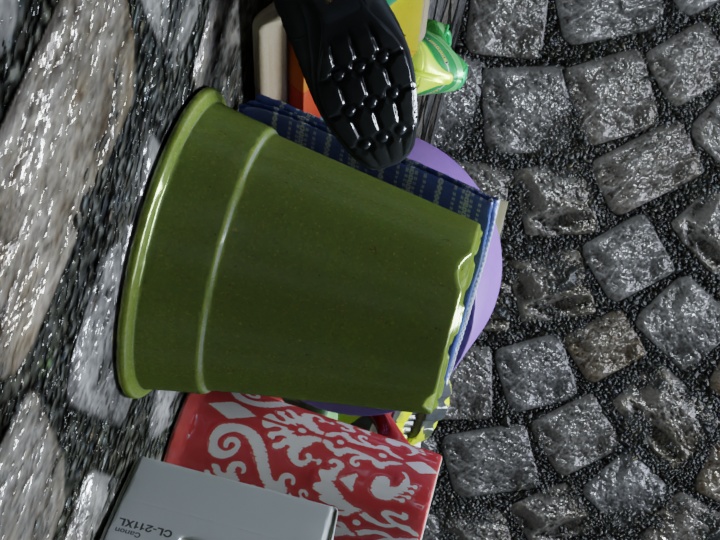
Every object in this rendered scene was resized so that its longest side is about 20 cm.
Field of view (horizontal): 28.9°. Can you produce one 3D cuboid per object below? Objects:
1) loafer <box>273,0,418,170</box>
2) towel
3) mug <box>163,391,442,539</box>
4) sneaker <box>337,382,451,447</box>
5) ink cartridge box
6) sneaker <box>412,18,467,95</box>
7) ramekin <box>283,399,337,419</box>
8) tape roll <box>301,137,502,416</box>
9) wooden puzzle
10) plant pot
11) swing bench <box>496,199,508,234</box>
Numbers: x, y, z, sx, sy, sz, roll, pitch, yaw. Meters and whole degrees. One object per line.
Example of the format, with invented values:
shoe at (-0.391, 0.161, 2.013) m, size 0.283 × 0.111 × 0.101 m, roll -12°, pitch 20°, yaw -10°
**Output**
loafer at (-0.015, -0.159, 0.866) m, size 0.070 × 0.068 × 0.201 m, roll -109°, pitch 176°, yaw -67°
towel at (-0.011, -0.022, 0.958) m, size 0.024 × 0.199 × 0.146 m, roll -31°, pitch 140°, yaw -56°
mug at (-0.040, 0.148, 1.080) m, size 0.133 × 0.199 × 0.179 m, roll 29°, pitch 76°, yaw -84°
sneaker at (0.012, 0.138, 1.202) m, size 0.201 × 0.074 × 0.085 m, roll -59°, pitch -138°, yaw 29°
ink cartridge box at (-0.100, 0.235, 0.964) m, size 0.083 × 0.145 × 0.201 m, roll -71°, pitch 174°, yaw -47°
sneaker at (0.036, -0.205, 1.285) m, size 0.200 × 0.083 × 0.074 m, roll 57°, pitch -48°, yaw 53°
ramekin at (-0.064, 0.102, 1.250) m, size 0.200 × 0.097 × 0.201 m, roll 15°, pitch 90°, yaw -85°
tape roll at (0.000, 0.000, 1.039) m, size 0.085 × 0.199 × 0.201 m, roll -40°, pitch 146°, yaw -64°
wooden puzzle at (-0.005, -0.171, 1.015) m, size 0.185 × 0.037 × 0.200 m, roll -42°, pitch 164°, yaw -23°
plant pot at (-0.028, 0.008, 0.870) m, size 0.200 × 0.189 × 0.201 m, roll 15°, pitch 90°, yaw -85°
swing bench at (0.076, -0.022, 1.846) m, size 0.200 × 0.198 × 0.130 m, roll 92°, pitch 14°, yaw -66°
